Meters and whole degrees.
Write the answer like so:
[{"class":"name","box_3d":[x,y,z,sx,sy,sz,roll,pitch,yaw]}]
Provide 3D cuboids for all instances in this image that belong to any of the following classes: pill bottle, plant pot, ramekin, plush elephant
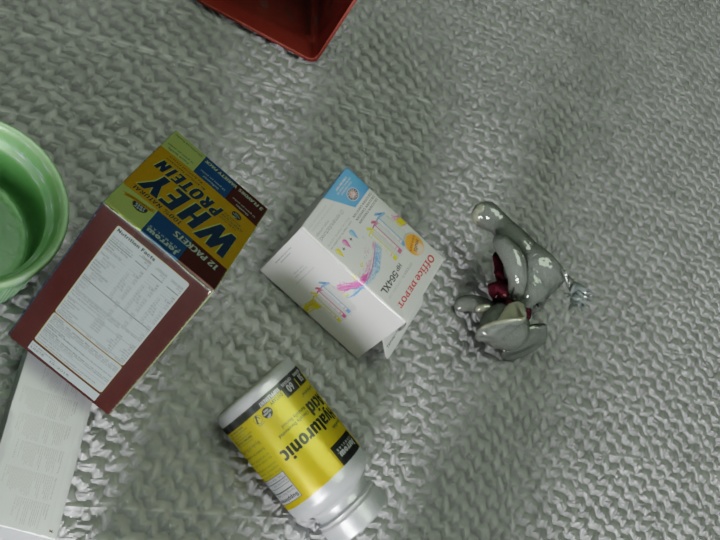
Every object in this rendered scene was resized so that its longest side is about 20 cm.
[{"class":"pill bottle","box_3d":[-0.063,0.210,1.185,0.201,0.111,0.111,51,51,-1]},{"class":"plant pot","box_3d":[-0.095,-0.459,1.468,0.198,0.200,0.178,24,44,-20]},{"class":"ramekin","box_3d":[-0.419,-0.055,1.100,0.197,0.098,0.203,15,60,-26]},{"class":"plush elephant","box_3d":[0.204,0.039,1.435,0.155,0.165,0.200,-46,56,-5]}]

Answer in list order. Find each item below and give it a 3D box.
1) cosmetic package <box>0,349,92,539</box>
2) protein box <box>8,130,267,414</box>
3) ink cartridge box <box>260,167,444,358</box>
[{"class":"cosmetic package","box_3d":[-0.331,0.174,1.069,0.081,0.051,0.203,21,56,-20]},{"class":"protein box","box_3d":[-0.228,-0.002,1.091,0.134,0.200,0.199,39,28,-9]},{"class":"ink cartridge box","box_3d":[0.000,0.000,1.324,0.199,0.125,0.129,41,51,-7]}]
